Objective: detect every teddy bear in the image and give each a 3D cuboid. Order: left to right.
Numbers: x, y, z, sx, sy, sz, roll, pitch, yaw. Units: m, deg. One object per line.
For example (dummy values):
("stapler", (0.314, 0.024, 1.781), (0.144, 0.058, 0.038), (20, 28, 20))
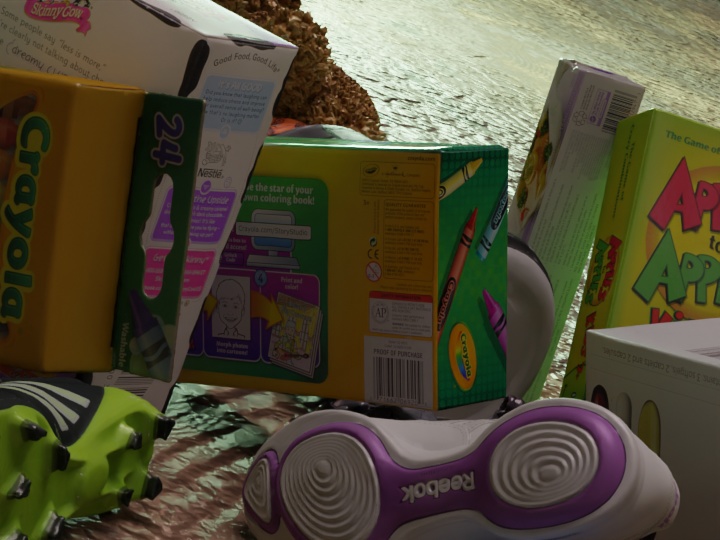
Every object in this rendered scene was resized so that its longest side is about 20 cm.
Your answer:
("teddy bear", (-0.068, -0.124, 1.619), (0.144, 0.067, 0.200), (9, -37, 34))

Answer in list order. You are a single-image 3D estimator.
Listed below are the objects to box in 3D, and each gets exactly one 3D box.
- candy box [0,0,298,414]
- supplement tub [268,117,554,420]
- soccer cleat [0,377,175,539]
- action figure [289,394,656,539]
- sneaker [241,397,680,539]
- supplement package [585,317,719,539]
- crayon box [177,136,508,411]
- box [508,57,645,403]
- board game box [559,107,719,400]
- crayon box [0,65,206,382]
("candy box", (-0.139, -0.046, 1.337), (0.167, 0.201, 0.071), (31, 17, 34))
("supplement tub", (0.000, 0.000, 1.528), (0.122, 0.123, 0.200), (9, 18, -40))
("soccer cleat", (-0.147, 0.075, 1.176), (0.081, 0.068, 0.200), (15, 5, 19))
("action figure", (0.046, 0.094, 1.357), (0.130, 0.070, 0.200), (-11, 28, -41))
("sneaker", (0.043, 0.102, 1.242), (0.199, 0.075, 0.099), (-4, -17, 31))
("supplement package", (0.220, 0.089, 1.372), (0.155, 0.112, 0.200), (-5, 8, -26))
("crayon box", (-0.026, -0.003, 1.373), (0.199, 0.120, 0.058), (5, 7, 37))
("box", (0.098, -0.013, 1.554), (0.041, 0.201, 0.039), (14, 10, -21))
("board game box", (0.166, 0.028, 1.502), (0.101, 0.201, 0.048), (16, -11, -16))
("crayon box", (-0.167, -0.028, 1.279), (0.199, 0.127, 0.051), (10, 5, 34))
